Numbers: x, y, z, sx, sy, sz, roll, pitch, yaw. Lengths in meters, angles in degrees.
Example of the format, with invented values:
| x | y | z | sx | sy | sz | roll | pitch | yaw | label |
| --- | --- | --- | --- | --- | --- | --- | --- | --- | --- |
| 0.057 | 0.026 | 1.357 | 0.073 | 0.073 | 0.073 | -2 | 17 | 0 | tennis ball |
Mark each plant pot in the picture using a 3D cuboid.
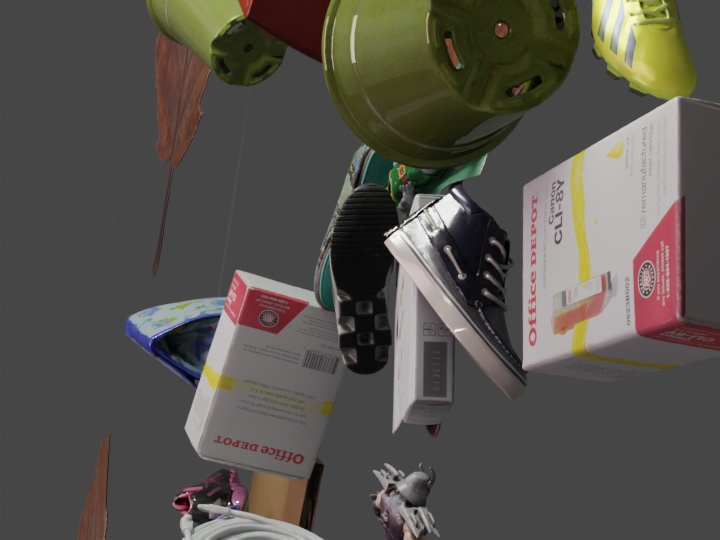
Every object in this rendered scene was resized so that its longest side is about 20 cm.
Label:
| x | y | z | sx | sy | sz | roll | pitch | yaw | label |
| --- | --- | --- | --- | --- | --- | --- | --- | --- | --- |
| 0.084 | -0.185 | 1.068 | 0.190 | 0.197 | 0.204 | -166 | 85 | -76 | plant pot |
| -0.193 | -0.371 | 1.966 | 0.191 | 0.197 | 0.202 | 56 | 135 | 42 | plant pot |
| -0.047 | -0.363 | 1.555 | 0.201 | 0.174 | 0.202 | -111 | 36 | -53 | plant pot |

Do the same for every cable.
| x | y | z | sx | sy | sz | roll | pitch | yaw | label |
| --- | --- | --- | --- | --- | --- | --- | --- | --- | --- |
| -0.107 | 0.338 | 1.408 | 0.201 | 0.197 | 0.070 | -86 | 8 | -66 | cable |

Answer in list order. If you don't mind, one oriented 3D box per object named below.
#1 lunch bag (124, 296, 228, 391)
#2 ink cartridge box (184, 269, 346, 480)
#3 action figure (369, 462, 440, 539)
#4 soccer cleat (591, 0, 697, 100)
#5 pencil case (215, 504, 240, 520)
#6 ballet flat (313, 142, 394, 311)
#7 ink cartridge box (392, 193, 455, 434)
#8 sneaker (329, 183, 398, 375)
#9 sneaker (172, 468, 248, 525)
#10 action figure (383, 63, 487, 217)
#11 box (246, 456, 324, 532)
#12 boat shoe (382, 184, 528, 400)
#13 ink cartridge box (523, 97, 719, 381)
| x | y | z | sx | sy | sz | roll | pitch | yaw | label |
| --- | --- | --- | --- | --- | --- | --- | --- | --- | --- |
| -0.198 | 0.095 | 1.735 | 0.170 | 0.197 | 0.130 | -166 | 85 | -68 | lunch bag |
| -0.102 | 0.120 | 1.523 | 0.203 | 0.143 | 0.083 | -71 | 22 | 8 | ink cartridge box |
| 0.032 | 0.272 | 1.262 | 0.130 | 0.068 | 0.203 | -117 | 43 | -67 | action figure |
| 0.207 | -0.207 | 0.988 | 0.084 | 0.064 | 0.202 | 115 | 155 | -43 | soccer cleat |
| -0.160 | 0.395 | 1.640 | 0.084 | 0.084 | 0.203 | -126 | 38 | -57 | pencil case |
| -0.003 | -0.054 | 1.477 | 0.202 | 0.073 | 0.074 | -67 | 24 | 12 | ballet flat |
| 0.061 | 0.050 | 1.302 | 0.174 | 0.043 | 0.203 | 101 | 171 | -73 | ink cartridge box |
| 0.000 | 0.000 | 1.413 | 0.089 | 0.073 | 0.203 | -102 | 15 | -71 | sneaker |
| -0.210 | 0.312 | 1.818 | 0.200 | 0.094 | 0.080 | 166 | 109 | -77 | sneaker |
| 0.063 | -0.109 | 1.350 | 0.200 | 0.054 | 0.120 | 131 | 140 | -61 | action figure |
| -0.098 | 0.284 | 1.646 | 0.200 | 0.021 | 0.166 | -152 | 72 | -68 | box |
| 0.105 | 0.012 | 1.162 | 0.092 | 0.075 | 0.201 | -38 | 62 | 3 | boat shoe |
| 0.191 | -0.012 | 0.909 | 0.200 | 0.082 | 0.148 | 149 | 126 | -64 | ink cartridge box |
